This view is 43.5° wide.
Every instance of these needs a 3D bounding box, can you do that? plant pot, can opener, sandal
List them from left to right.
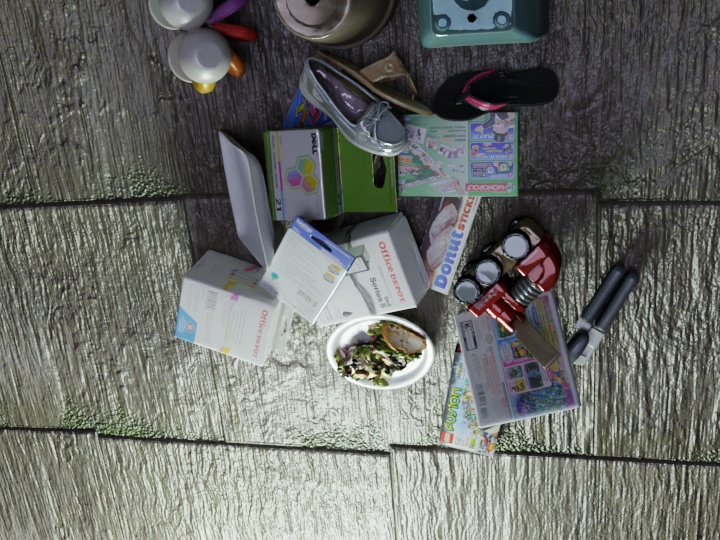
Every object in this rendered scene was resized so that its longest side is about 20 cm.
[{"bbox_3d":[-0.050,-0.418,1.346,0.198,0.174,0.202,5,116,11],"label":"plant pot"},{"bbox_3d":[0.031,-0.320,1.427,0.210,0.078,0.070,27,110,8],"label":"sandal"},{"bbox_3d":[0.165,-0.411,1.282,0.194,0.200,0.198,0,113,14],"label":"plant pot"},{"bbox_3d":[0.207,-0.281,1.404,0.198,0.045,0.076,-7,87,13],"label":"sandal"},{"bbox_3d":[0.402,0.083,1.524,0.052,0.067,0.201,27,112,2],"label":"can opener"}]

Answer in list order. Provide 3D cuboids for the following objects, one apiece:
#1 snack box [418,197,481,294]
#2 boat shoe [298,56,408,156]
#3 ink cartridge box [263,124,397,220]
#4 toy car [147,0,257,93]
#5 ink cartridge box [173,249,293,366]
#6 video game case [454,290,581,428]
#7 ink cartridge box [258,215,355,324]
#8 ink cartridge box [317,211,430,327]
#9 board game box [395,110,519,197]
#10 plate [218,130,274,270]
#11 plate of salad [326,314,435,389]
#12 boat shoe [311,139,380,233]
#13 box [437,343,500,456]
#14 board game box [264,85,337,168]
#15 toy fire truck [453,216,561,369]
[{"bbox_3d":[0.147,-0.060,1.539,0.071,0.024,0.202,20,117,8],"label":"snack box"},{"bbox_3d":[-0.010,-0.254,1.398,0.202,0.065,0.075,41,75,3],"label":"boat shoe"},{"bbox_3d":[-0.048,-0.160,1.461,0.198,0.076,0.150,1,101,24],"label":"ink cartridge box"},{"bbox_3d":[-0.240,-0.392,1.428,0.149,0.175,0.202,-23,110,-15],"label":"toy car"},{"bbox_3d":[-0.214,0.070,1.628,0.198,0.125,0.130,18,117,5],"label":"ink cartridge box"},{"bbox_3d":[0.267,0.153,1.549,0.181,0.024,0.202,-17,78,24],"label":"video game case"},{"bbox_3d":[-0.085,-0.006,1.490,0.119,0.042,0.200,36,140,2],"label":"ink cartridge box"},{"bbox_3d":[0.000,0.000,1.556,0.198,0.084,0.147,-13,109,28],"label":"ink cartridge box"},{"bbox_3d":[0.157,-0.188,1.463,0.198,0.029,0.136,1,102,13],"label":"board game box"},{"bbox_3d":[-0.187,-0.124,1.520,0.032,0.199,0.202,-15,114,-17],"label":"plate"},{"bbox_3d":[0.035,0.156,1.626,0.198,0.048,0.201,3,133,3],"label":"plate of salad"},{"bbox_3d":[-0.016,-0.156,1.526,0.073,0.063,0.202,32,111,14],"label":"boat shoe"},{"bbox_3d":[0.210,0.239,1.652,0.109,0.035,0.202,11,116,9],"label":"box"},{"bbox_3d":[-0.079,-0.237,1.519,0.102,0.019,0.201,27,117,0],"label":"board game box"},{"bbox_3d":[0.273,0.042,1.487,0.200,0.129,0.176,44,115,-3],"label":"toy fire truck"}]
